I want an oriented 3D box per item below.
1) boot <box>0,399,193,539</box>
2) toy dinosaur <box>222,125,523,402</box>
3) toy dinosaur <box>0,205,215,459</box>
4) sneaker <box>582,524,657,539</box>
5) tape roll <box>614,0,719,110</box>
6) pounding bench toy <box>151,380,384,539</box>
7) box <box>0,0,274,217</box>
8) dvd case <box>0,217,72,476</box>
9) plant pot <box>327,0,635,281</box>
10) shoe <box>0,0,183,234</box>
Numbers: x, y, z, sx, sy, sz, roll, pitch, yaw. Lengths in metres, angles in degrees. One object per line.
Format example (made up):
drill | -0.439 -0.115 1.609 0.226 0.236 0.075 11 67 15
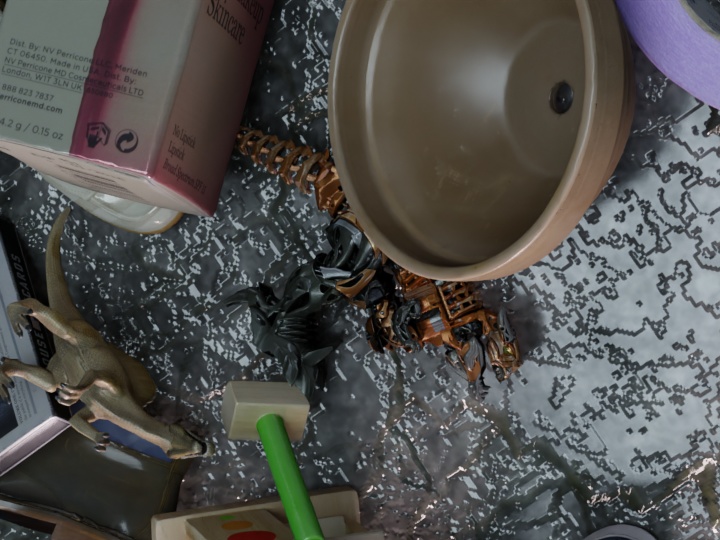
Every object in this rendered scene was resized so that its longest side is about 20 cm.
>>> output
boot | -0.188 0.111 1.363 0.199 0.075 0.097 24 80 23
toy dinosaur | 0.000 0.000 1.274 0.136 0.102 0.200 -44 66 5
toy dinosaur | -0.163 0.048 1.285 0.058 0.101 0.200 -53 57 25
sneaker | 0.080 0.233 1.247 0.077 0.146 0.203 43 110 4
tape roll | 0.228 -0.179 1.169 0.199 0.066 0.202 3 101 17
pounding bench toy | -0.037 0.170 1.243 0.123 0.156 0.202 -6 99 -18
box | -0.117 -0.144 1.221 0.108 0.128 0.201 14 85 14
dvd case | -0.269 0.081 1.351 0.199 0.025 0.151 -35 56 18
plant pot | 0.079 -0.095 1.197 0.200 0.092 0.203 -1 89 47
shoe | -0.186 -0.091 1.319 0.200 0.053 0.070 41 108 7
